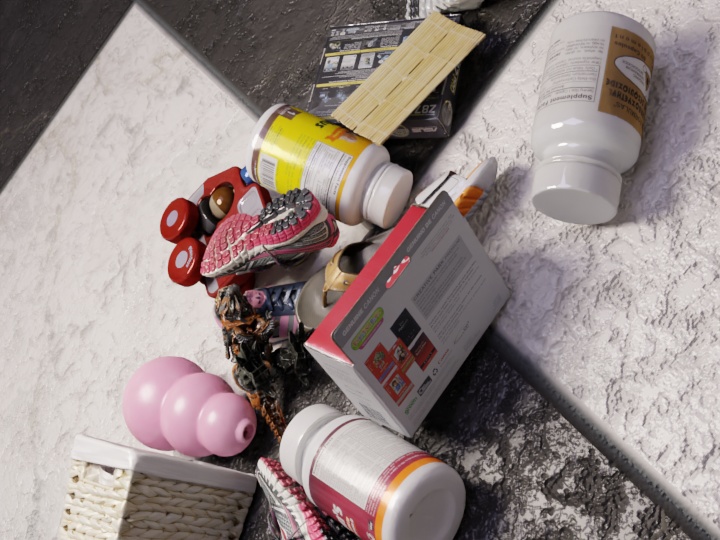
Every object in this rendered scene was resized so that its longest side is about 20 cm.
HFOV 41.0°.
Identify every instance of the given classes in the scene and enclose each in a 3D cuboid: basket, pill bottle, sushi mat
[{"bbox_3d":[-0.245,0.282,1.156,0.135,0.199,0.125,2,73,43],"label":"basket"},{"bbox_3d":[0.007,0.220,1.020,0.199,0.109,0.110,21,82,47],"label":"pill bottle"},{"bbox_3d":[0.059,-0.242,1.207,0.200,0.012,0.096,-46,55,-8],"label":"sushi mat"},{"bbox_3d":[-0.038,-0.127,1.216,0.199,0.109,0.110,26,85,17],"label":"pill bottle"},{"bbox_3d":[0.240,-0.158,1.013,0.114,0.114,0.202,-2,66,42],"label":"pill bottle"}]

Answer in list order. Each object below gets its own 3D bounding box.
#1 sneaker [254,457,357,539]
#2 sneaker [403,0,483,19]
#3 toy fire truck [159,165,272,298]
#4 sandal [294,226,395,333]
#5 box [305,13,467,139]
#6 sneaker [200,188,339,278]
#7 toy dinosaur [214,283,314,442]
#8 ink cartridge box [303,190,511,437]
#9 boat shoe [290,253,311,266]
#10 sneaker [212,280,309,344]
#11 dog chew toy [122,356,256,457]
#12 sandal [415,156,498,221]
[{"bbox_3d":[-0.072,0.286,1.078,0.075,0.080,0.200,-52,44,10],"label":"sneaker"},{"bbox_3d":[0.120,-0.369,1.280,0.200,0.080,0.076,-166,77,-64],"label":"sneaker"},{"bbox_3d":[-0.182,-0.060,1.343,0.168,0.112,0.201,-41,46,22],"label":"toy fire truck"},{"bbox_3d":[0.000,0.000,1.165,0.199,0.055,0.082,-31,59,9],"label":"sandal"},{"bbox_3d":[0.035,-0.253,1.271,0.198,0.049,0.163,1,64,27],"label":"box"},{"bbox_3d":[-0.118,-0.028,1.193,0.199,0.075,0.081,-19,46,33],"label":"sneaker"},{"bbox_3d":[-0.119,0.112,1.186,0.102,0.201,0.135,-43,12,-28],"label":"toy dinosaur"},{"bbox_3d":[0.044,0.036,1.006,0.083,0.176,0.200,17,62,46],"label":"ink cartridge box"},{"bbox_3d":[-0.082,-0.106,1.315,0.072,0.067,0.202,-1,67,42],"label":"boat shoe"},{"bbox_3d":[-0.103,0.048,1.237,0.199,0.082,0.071,-22,55,29],"label":"sneaker"},{"bbox_3d":[-0.214,0.184,1.244,0.199,0.124,0.126,12,76,37],"label":"dog chew toy"},{"bbox_3d":[0.080,-0.059,1.112,0.059,0.079,0.207,39,90,19],"label":"sandal"}]
